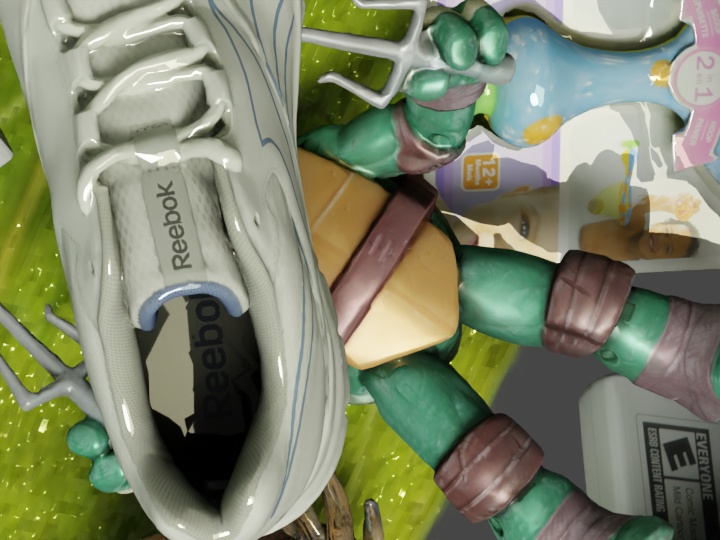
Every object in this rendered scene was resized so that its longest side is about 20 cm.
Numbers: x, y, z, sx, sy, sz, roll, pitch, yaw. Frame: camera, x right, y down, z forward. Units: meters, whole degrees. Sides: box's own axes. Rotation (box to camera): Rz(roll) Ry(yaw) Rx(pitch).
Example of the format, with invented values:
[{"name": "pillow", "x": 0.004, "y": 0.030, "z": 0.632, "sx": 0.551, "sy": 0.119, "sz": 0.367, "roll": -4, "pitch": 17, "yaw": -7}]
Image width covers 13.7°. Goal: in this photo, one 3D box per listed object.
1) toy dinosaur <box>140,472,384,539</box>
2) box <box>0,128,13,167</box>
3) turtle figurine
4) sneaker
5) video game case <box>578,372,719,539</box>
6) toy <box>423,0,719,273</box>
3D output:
[{"name": "toy dinosaur", "x": -0.036, "y": 0.097, "z": 0.792, "sx": 0.135, "sy": 0.200, "sz": 0.086, "roll": -25, "pitch": 82, "yaw": -10}, {"name": "box", "x": -0.189, "y": -0.049, "z": 0.687, "sx": 0.144, "sy": 0.036, "sz": 0.200, "roll": -37, "pitch": 136, "yaw": 1}, {"name": "turtle figurine", "x": 0.000, "y": 0.000, "z": 0.764, "sx": 0.200, "sy": 0.101, "sz": 0.150, "roll": 31, "pitch": 96, "yaw": -1}, {"name": "sneaker", "x": -0.040, "y": -0.031, "z": 0.669, "sx": 0.074, "sy": 0.087, "sz": 0.201, "roll": -15, "pitch": 98, "yaw": 1}, {"name": "video game case", "x": 0.153, "y": 0.135, "z": 0.876, "sx": 0.182, "sy": 0.201, "sz": 0.023, "roll": 8, "pitch": 155, "yaw": -25}, {"name": "toy", "x": 0.117, "y": -0.050, "z": 0.803, "sx": 0.199, "sy": 0.047, "sz": 0.116, "roll": -2, "pitch": 110, "yaw": -6}]
